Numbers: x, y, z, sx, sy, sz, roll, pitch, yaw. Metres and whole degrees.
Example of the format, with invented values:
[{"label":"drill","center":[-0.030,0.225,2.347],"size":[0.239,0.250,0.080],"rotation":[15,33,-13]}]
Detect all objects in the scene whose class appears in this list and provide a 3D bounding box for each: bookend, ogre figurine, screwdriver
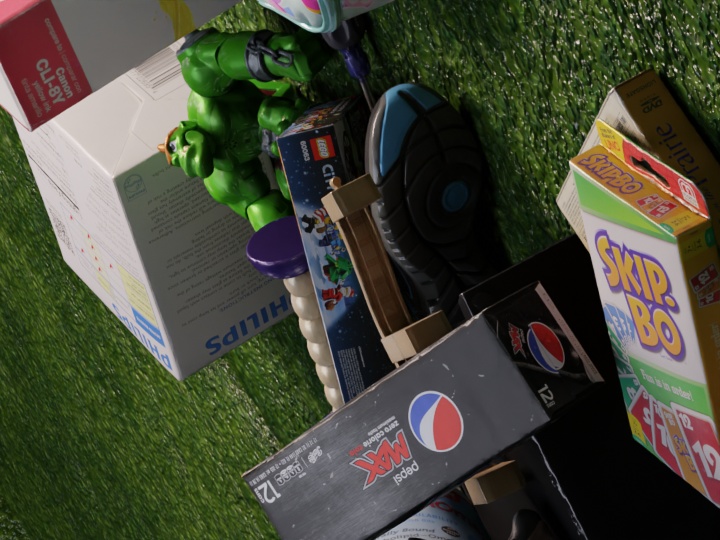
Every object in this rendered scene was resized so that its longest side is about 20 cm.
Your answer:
[{"label":"bookend","center":[0.114,0.092,1.633],"size":[0.199,0.092,0.200],"rotation":[62,165,0]},{"label":"ogre figurine","center":[-0.064,-0.085,1.876],"size":[0.120,0.098,0.200],"rotation":[25,161,34]},{"label":"screwdriver","center":[0.007,-0.105,1.742],"size":[0.029,0.028,0.200],"rotation":[-84,-26,-63]}]

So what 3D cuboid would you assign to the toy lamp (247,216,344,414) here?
[{"label":"toy lamp","center":[-0.018,0.061,1.857],"size":[0.058,0.058,0.200],"rotation":[37,154,53]}]

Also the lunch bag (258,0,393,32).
[{"label":"lunch bag","center":[-0.053,-0.233,1.617],"size":[0.200,0.077,0.161],"rotation":[38,152,53]}]

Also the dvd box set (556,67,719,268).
[{"label":"dvd box set","center":[0.175,0.012,1.426],"size":[0.200,0.029,0.146],"rotation":[57,163,15]}]

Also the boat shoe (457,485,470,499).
[{"label":"boat shoe","center":[0.100,0.142,1.836],"size":[0.067,0.072,0.200],"rotation":[-6,110,32]}]

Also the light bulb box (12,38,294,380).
[{"label":"light bulb box","center":[-0.153,-0.064,2.104],"size":[0.198,0.125,0.200],"rotation":[42,156,45]}]

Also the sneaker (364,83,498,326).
[{"label":"sneaker","center":[0.034,-0.031,1.700],"size":[0.082,0.073,0.200],"rotation":[43,155,49]}]

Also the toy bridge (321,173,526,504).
[{"label":"toy bridge","center":[0.030,0.037,1.589],"size":[0.200,0.027,0.067],"rotation":[63,167,1]}]

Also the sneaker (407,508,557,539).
[{"label":"sneaker","center":[0.034,0.194,1.593],"size":[0.077,0.200,0.082],"rotation":[18,-133,-67]}]

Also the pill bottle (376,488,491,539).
[{"label":"pill bottle","center":[0.030,0.190,1.723],"size":[0.200,0.109,0.109],"rotation":[-99,-14,-70]}]

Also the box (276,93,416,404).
[{"label":"box","center":[0.000,0.000,1.743],"size":[0.137,0.038,0.201],"rotation":[-57,-47,-76]}]

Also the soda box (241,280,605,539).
[{"label":"soda box","center":[0.032,0.087,1.526],"size":[0.200,0.063,0.071],"rotation":[-36,85,37]}]

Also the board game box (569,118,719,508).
[{"label":"board game box","center":[0.153,0.025,1.416],"size":[0.096,0.030,0.200],"rotation":[40,150,51]}]

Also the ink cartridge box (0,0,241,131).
[{"label":"ink cartridge box","center":[-0.169,-0.194,1.808],"size":[0.145,0.200,0.084],"rotation":[39,158,51]}]
